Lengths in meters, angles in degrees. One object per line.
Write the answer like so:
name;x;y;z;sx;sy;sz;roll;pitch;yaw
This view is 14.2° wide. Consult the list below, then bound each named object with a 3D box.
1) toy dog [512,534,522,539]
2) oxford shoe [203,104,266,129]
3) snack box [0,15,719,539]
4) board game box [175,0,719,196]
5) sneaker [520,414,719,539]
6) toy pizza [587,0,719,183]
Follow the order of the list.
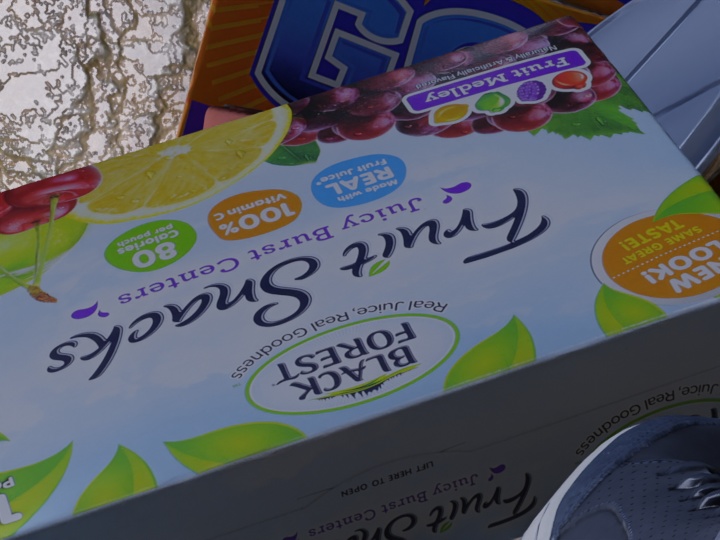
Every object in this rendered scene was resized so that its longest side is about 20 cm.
toy dog;0.006;0.120;0.739;0.199;0.097;0.132;-22;10;34
oxford shoe;0.000;0.000;0.864;0.200;0.070;0.075;-150;71;-69
snack box;-0.013;0.016;0.697;0.199;0.053;0.142;-18;36;-8
board game box;0.071;-0.110;1.075;0.200;0.199;0.201;-30;-43;-76
sneaker;0.083;0.047;0.460;0.146;0.077;0.203;-53;7;26
toy pizza;0.064;-0.018;0.888;0.200;0.032;0.200;-43;14;13
